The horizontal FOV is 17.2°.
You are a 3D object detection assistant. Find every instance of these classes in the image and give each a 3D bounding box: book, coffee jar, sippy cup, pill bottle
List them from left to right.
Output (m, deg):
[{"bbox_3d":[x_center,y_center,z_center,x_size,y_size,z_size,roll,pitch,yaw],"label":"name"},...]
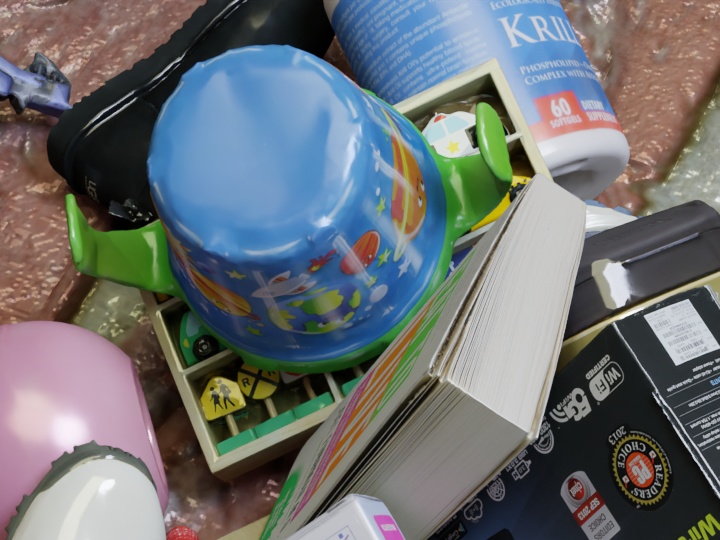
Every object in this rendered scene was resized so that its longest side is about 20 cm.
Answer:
[{"bbox_3d":[-0.033,-0.034,1.043,0.178,0.130,0.140,-46,72,-3],"label":"sippy cup"},{"bbox_3d":[0.018,0.065,0.973,0.048,0.200,0.134,33,42,-7],"label":"book"},{"bbox_3d":[0.047,-0.120,1.204,0.112,0.112,0.201,-20,74,-16],"label":"pill bottle"},{"bbox_3d":[0.143,0.075,0.999,0.104,0.085,0.201,-20,80,-26],"label":"coffee jar"}]

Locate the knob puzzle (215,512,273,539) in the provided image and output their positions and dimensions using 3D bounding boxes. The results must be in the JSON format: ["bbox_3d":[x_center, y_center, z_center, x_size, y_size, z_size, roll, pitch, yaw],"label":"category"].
[{"bbox_3d":[0.039,0.176,1.041,0.218,0.031,0.221,11,44,-11],"label":"knob puzzle"}]

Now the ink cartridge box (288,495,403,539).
[{"bbox_3d":[0.004,0.200,0.872,0.119,0.042,0.201,-34,73,12],"label":"ink cartridge box"}]

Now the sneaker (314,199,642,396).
[{"bbox_3d":[0.059,0.032,1.150,0.199,0.077,0.086,-17,61,-4],"label":"sneaker"}]

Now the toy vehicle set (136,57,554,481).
[{"bbox_3d":[0.000,0.000,1.110,0.199,0.027,0.125,-26,72,3],"label":"toy vehicle set"}]

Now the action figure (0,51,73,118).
[{"bbox_3d":[-0.250,-0.125,1.277,0.199,0.105,0.194,23,57,-14],"label":"action figure"}]

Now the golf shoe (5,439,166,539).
[{"bbox_3d":[-0.114,0.171,0.966,0.077,0.088,0.201,17,81,-23],"label":"golf shoe"}]

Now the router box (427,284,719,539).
[{"bbox_3d":[0.104,0.124,0.928,0.062,0.200,0.150,-19,68,-40],"label":"router box"}]

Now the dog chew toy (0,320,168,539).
[{"bbox_3d":[-0.189,0.098,1.059,0.199,0.125,0.125,-16,52,-3],"label":"dog chew toy"}]

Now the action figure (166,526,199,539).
[{"bbox_3d":[-0.069,0.191,1.024,0.065,0.052,0.201,-2,47,-9],"label":"action figure"}]

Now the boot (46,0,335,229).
[{"bbox_3d":[-0.047,-0.060,1.216,0.198,0.074,0.162,-37,57,-19],"label":"boot"}]
